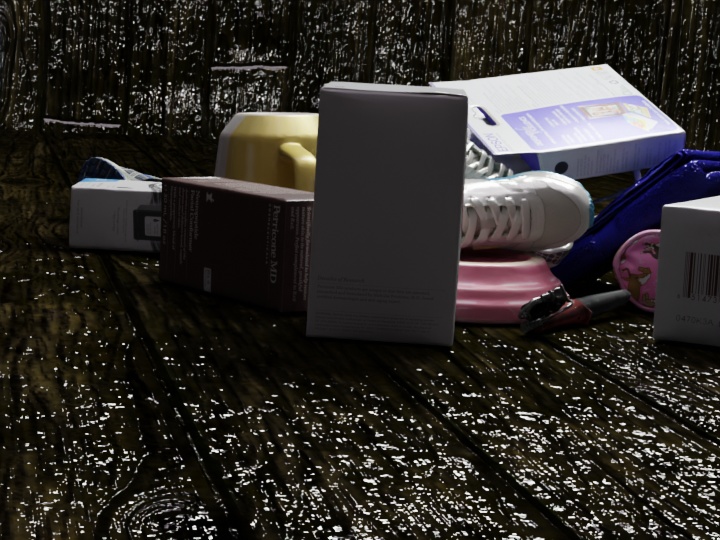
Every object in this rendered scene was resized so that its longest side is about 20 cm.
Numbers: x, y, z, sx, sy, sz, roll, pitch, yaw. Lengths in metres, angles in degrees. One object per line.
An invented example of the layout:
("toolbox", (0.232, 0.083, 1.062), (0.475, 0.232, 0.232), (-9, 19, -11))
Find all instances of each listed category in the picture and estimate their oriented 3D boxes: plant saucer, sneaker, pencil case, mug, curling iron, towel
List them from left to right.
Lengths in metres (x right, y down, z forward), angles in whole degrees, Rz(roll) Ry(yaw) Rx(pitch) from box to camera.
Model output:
("sneaker", (-0.250, -0.078, 2.105), (0.200, 0.077, 0.085), (20, 7, 40))
("mug", (-0.068, -0.077, 1.780), (0.186, 0.153, 0.149), (6, 8, 42))
("plant saucer", (0.090, 0.008, 1.641), (0.200, 0.051, 0.201), (4, 8, -1))
("sneaker", (0.110, -0.047, 1.644), (0.200, 0.077, 0.081), (1, 19, 16))
("sneaker", (0.117, -0.079, 1.711), (0.080, 0.200, 0.076), (-28, 21, 55))
("curling iron", (0.192, 0.032, 1.575), (0.050, 0.026, 0.200), (-34, -16, 27))
("towel", (0.269, -0.053, 1.774), (0.200, 0.050, 0.148), (-36, -10, 25))
("pencil case", (0.311, -0.007, 1.742), (0.087, 0.083, 0.200), (-37, -12, 26))

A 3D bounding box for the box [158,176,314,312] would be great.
("box", (-0.099, -0.026, 1.630), (0.075, 0.100, 0.200), (-3, 9, -40))

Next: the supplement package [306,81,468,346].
("supplement package", (0.023, -0.049, 1.475), (0.120, 0.200, 0.121), (3, 8, 2))

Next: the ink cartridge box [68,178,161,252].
("ink cartridge box", (-0.201, -0.057, 1.929), (0.200, 0.067, 0.116), (3, 7, -2))

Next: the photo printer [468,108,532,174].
("photo printer", (0.116, -0.091, 1.863), (0.166, 0.069, 0.200), (-1, 42, 6))

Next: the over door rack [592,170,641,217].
("over door rack", (0.256, -0.053, 1.912), (0.200, 0.067, 0.148), (-32, -17, 37))

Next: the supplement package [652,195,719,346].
("supplement package", (0.343, -0.001, 1.565), (0.117, 0.117, 0.200), (7, 9, 30))

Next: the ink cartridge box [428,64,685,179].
("ink cartridge box", (0.190, -0.147, 1.808), (0.200, 0.043, 0.198), (-7, 28, -14))
